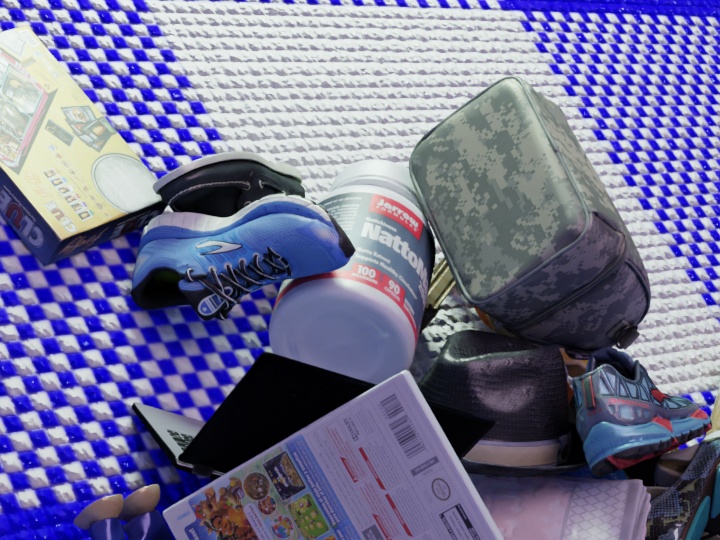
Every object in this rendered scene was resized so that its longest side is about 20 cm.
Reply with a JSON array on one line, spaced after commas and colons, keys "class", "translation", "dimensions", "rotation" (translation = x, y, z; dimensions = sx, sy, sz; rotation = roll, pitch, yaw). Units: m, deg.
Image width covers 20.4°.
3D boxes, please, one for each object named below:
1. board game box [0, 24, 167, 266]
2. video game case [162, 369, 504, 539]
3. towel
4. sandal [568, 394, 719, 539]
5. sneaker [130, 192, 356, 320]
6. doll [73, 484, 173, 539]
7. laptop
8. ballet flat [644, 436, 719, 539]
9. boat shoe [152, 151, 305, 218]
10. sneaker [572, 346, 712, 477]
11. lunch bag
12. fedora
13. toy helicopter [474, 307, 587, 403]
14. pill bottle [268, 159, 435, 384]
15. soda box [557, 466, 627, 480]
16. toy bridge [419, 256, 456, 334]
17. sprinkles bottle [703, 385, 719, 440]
[{"class": "board game box", "translation": [-0.263, -0.104, 1.618], "dimensions": [0.200, 0.035, 0.135], "rotation": [49, 38, 13]}, {"class": "video game case", "translation": [-0.018, 0.178, 1.357], "dimensions": [0.144, 0.200, 0.018], "rotation": [60, 13, 4]}, {"class": "towel", "translation": [0.116, 0.223, 1.523], "dimensions": [0.190, 0.032, 0.200], "rotation": [3, 37, 14]}, {"class": "sandal", "translation": [0.253, 0.179, 1.738], "dimensions": [0.201, 0.080, 0.057], "rotation": [47, 21, -3]}, {"class": "sneaker", "translation": [-0.093, 0.001, 1.554], "dimensions": [0.079, 0.199, 0.089], "rotation": [54, 40, -37]}, {"class": "doll", "translation": [-0.129, 0.247, 1.362], "dimensions": [0.136, 0.048, 0.200], "rotation": [-7, 62, -54]}, {"class": "laptop", "translation": [-0.040, 0.105, 1.454], "dimensions": [0.187, 0.116, 0.200], "rotation": [19, 8, -25]}, {"class": "ballet flat", "translation": [0.264, 0.182, 1.641], "dimensions": [0.074, 0.074, 0.200], "rotation": [43, 34, 6]}, {"class": "boat shoe", "translation": [-0.099, -0.051, 1.654], "dimensions": [0.066, 0.074, 0.199], "rotation": [68, 19, 12]}, {"class": "sneaker", "translation": [0.223, 0.103, 1.607], "dimensions": [0.096, 0.079, 0.200], "rotation": [69, 19, 8]}, {"class": "lunch bag", "translation": [0.153, -0.036, 1.680], "dimensions": [0.168, 0.139, 0.200], "rotation": [29, 29, -48]}, {"class": "fedora", "translation": [0.104, 0.099, 1.600], "dimensions": [0.200, 0.092, 0.201], "rotation": [7, 9, -1]}, {"class": "toy helicopter", "translation": [0.187, 0.080, 1.777], "dimensions": [0.200, 0.079, 0.132], "rotation": [39, 30, -19]}, {"class": "pill bottle", "translation": [0.000, 0.000, 1.661], "dimensions": [0.119, 0.120, 0.200], "rotation": [30, 38, -12]}, {"class": "soda box", "translation": [0.209, 0.245, 1.633], "dimensions": [0.068, 0.064, 0.200], "rotation": [-1, 52, -41]}, {"class": "toy bridge", "translation": [0.091, -0.015, 1.795], "dimensions": [0.027, 0.067, 0.200], "rotation": [38, 37, -1]}, {"class": "sprinkles bottle", "translation": [0.362, 0.134, 1.869], "dimensions": [0.068, 0.068, 0.200], "rotation": [36, 37, -4]}]
